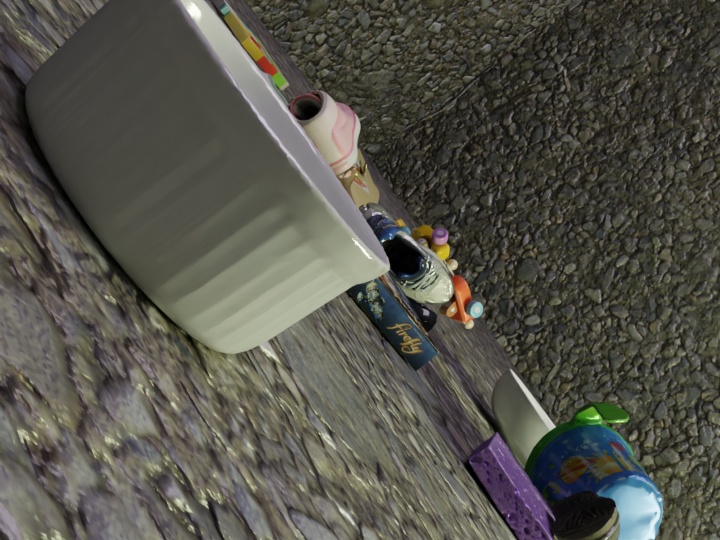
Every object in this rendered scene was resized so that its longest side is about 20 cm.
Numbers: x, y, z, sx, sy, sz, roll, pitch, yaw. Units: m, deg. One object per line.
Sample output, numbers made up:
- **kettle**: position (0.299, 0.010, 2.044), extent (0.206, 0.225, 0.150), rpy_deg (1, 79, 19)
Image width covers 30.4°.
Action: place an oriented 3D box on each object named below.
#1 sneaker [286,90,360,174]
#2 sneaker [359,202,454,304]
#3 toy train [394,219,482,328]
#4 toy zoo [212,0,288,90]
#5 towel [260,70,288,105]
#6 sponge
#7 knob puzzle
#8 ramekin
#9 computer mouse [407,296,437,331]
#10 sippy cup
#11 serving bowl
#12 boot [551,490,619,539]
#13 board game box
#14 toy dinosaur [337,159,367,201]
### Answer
- **sneaker**: position (-0.054, -0.213, 1.822), extent (0.105, 0.075, 0.201), rpy_deg (57, 11, -25)
- **sneaker**: position (0.062, -0.003, 1.746), extent (0.200, 0.077, 0.085), rpy_deg (38, 5, -38)
- **toy train**: position (0.086, 0.007, 1.885), extent (0.200, 0.055, 0.151), rpy_deg (22, -48, 53)
- **toy zoo**: position (-0.208, -0.426, 2.431), extent (0.132, 0.020, 0.200), rpy_deg (57, 6, 31)
- **towel**: position (-0.131, -0.248, 1.894), extent (0.150, 0.031, 0.200), rpy_deg (54, 5, 13)
- **sponge**: position (0.157, 0.224, 1.352), extent (0.112, 0.030, 0.200), rpy_deg (55, 5, 7)
- **knob puzzle**: position (-0.040, -0.161, 2.108), extent (0.220, 0.030, 0.220), rpy_deg (45, 21, -22)
- **ramekin**: position (-0.081, -0.053, 0.683), extent (0.201, 0.097, 0.201), rpy_deg (53, 5, -7)
- **computer mouse**: position (0.061, 0.052, 1.667), extent (0.058, 0.034, 0.200), rpy_deg (28, 2, -3)
- **sippy cup**: position (0.265, 0.248, 1.463), extent (0.179, 0.139, 0.130), rpy_deg (59, -7, -18)
- **serving bowl**: position (0.241, 0.235, 1.837), extent (0.201, 0.066, 0.200), rpy_deg (53, 6, -8)
- **boot**: position (0.258, 0.325, 1.309), extent (0.182, 0.072, 0.201), rpy_deg (-6, 75, -82)
- **board game box**: position (0.000, 0.000, 1.403), extent (0.200, 0.035, 0.136), rpy_deg (51, 6, -31)
- **toy dinosaur**: position (-0.031, -0.139, 1.991), extent (0.201, 0.058, 0.101), rpy_deg (62, 27, -15)
